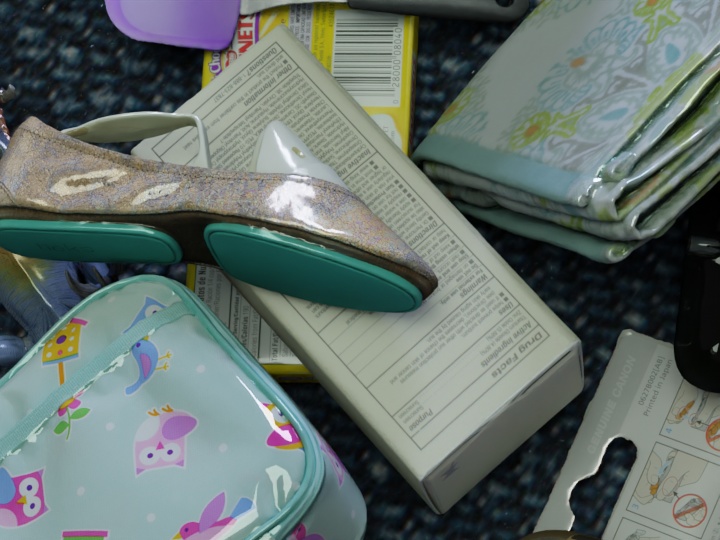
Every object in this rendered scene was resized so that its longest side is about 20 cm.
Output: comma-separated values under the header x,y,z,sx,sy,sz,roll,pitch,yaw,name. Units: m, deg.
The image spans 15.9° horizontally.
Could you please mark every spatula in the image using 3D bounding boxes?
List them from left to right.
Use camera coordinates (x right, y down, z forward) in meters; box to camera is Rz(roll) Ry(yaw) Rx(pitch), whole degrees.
x,y,z,sx,sy,sz,roll,pitch,yaw,name
-0.020,-0.128,1.204,0.199,0.021,0.057,3,67,9,spatula

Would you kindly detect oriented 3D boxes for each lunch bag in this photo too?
x,y,z,sx,sy,sz,roll,pitch,yaw,name
-0.113,0.107,1.060,0.200,0.077,0.160,-40,57,-4,lunch bag

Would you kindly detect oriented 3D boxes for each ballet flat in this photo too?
x,y,z,sx,sy,sz,roll,pitch,yaw,name
-0.061,-0.032,1.075,0.199,0.068,0.068,10,69,10,ballet flat

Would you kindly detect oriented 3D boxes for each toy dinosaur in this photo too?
x,y,z,sx,sy,sz,roll,pitch,yaw,name
-0.131,0.002,1.181,0.105,0.200,0.182,-30,109,24,toy dinosaur

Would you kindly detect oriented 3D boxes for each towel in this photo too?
x,y,z,sx,sy,sz,roll,pitch,yaw,name
0.120,-0.086,1.122,0.171,0.200,0.048,-47,114,-9,towel

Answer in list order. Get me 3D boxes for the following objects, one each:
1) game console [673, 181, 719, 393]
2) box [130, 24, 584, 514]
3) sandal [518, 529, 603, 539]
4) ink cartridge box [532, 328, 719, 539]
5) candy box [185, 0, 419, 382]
x,y,z,sx,sy,sz,roll,pitch,yaw,name
0.249,-0.025,1.132,0.199,0.116,0.177,7,93,13,game console
0.000,0.000,1.131,0.095,0.078,0.200,-39,73,-6,box
0.110,0.202,1.061,0.082,0.055,0.201,-21,86,32,sandal
0.175,0.132,1.111,0.199,0.050,0.161,19,77,30,ink cartridge box
-0.026,-0.046,1.203,0.102,0.026,0.201,0,73,11,candy box
